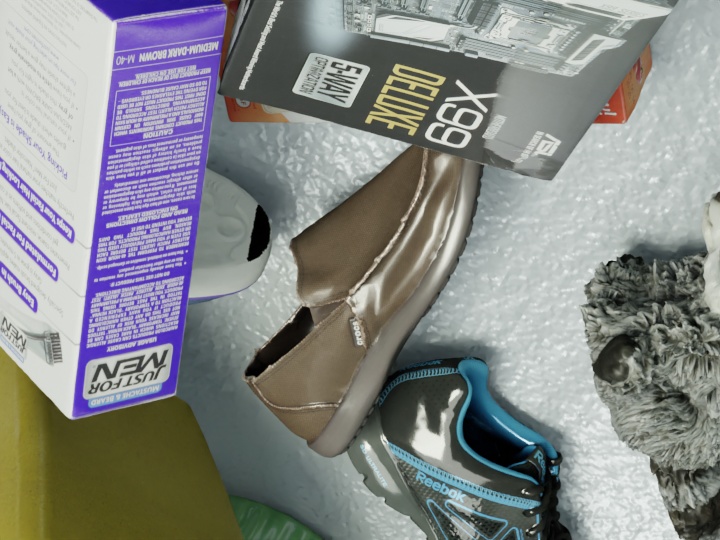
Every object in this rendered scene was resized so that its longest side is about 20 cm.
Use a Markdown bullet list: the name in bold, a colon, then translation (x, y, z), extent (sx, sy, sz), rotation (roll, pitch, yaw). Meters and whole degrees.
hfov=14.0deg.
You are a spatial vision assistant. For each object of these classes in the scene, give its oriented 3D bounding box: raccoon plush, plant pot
- **raccoon plush**: translation (0.193, 0.045, 1.398), extent (0.133, 0.097, 0.200), rotation (-16, 132, 19)
- **plant pot**: translation (-0.170, 0.139, 1.441), extent (0.199, 0.177, 0.200), rotation (-20, 145, 28)

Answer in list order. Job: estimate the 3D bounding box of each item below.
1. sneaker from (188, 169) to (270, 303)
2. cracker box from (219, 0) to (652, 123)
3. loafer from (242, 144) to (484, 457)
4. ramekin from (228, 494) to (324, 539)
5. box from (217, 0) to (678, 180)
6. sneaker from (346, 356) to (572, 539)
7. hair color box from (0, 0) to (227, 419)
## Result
- **sneaker**: translation (-0.141, 0.014, 1.498), extent (0.199, 0.081, 0.147), rotation (5, 140, 6)
- **cracker box**: translation (0.026, -0.137, 1.341), extent (0.199, 0.058, 0.135), rotation (0, 123, 20)
- **loafer**: translation (0.000, 0.000, 1.412), extent (0.071, 0.073, 0.201), rotation (24, 113, -8)
- **ramekin**: translation (-0.083, 0.217, 1.598), extent (0.199, 0.098, 0.201), rotation (10, 126, 15)
- **box**: translation (0.036, -0.114, 1.213), extent (0.157, 0.050, 0.200), rotation (15, 156, -8)
- **sneaker**: translation (0.074, 0.131, 1.495), extent (0.082, 0.073, 0.200), rotation (-26, 110, 34)
- **hair color box**: translation (-0.122, -0.048, 1.321), extent (0.109, 0.065, 0.201), rotation (41, 130, 43)
